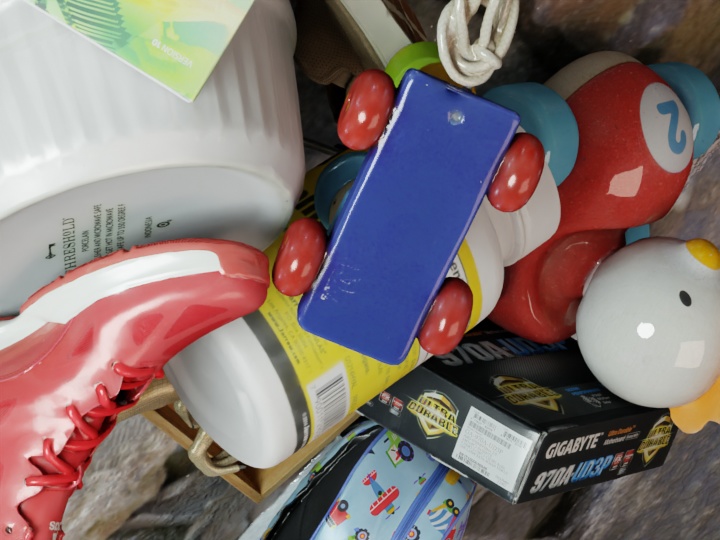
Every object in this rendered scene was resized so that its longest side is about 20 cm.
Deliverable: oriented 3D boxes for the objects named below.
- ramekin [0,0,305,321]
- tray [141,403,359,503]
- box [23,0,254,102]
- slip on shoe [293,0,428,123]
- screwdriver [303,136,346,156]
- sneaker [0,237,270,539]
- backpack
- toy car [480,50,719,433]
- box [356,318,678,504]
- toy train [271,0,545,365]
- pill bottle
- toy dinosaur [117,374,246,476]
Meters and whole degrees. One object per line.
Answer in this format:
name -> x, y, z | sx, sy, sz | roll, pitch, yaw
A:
ramekin -> -0.114, -0.050, 0.883 | 0.201, 0.095, 0.203 | -16, 161, -6
tray -> -0.069, 0.058, 1.182 | 0.099, 0.037, 0.200 | -41, 149, 0
box -> -0.072, -0.183, 0.767 | 0.144, 0.036, 0.201 | 30, 96, -11
slip on shoe -> -0.007, -0.114, 0.990 | 0.060, 0.076, 0.200 | -22, 168, 7
screwdriver -> -0.024, -0.063, 1.090 | 0.029, 0.028, 0.199 | -25, 158, 34
sneaker -> -0.116, 0.068, 0.881 | 0.199, 0.116, 0.078 | -23, 161, 22
backpack -> 0.006, 0.183, 1.290 | 0.201, 0.134, 0.183 | -57, 175, 10
toy car -> 0.160, -0.002, 1.170 | 0.184, 0.200, 0.177 | -13, 140, -49
box -> 0.078, 0.067, 1.195 | 0.200, 0.158, 0.046 | -3, 118, -58
toy train -> 0.033, -0.071, 0.889 | 0.084, 0.116, 0.201 | 21, 110, -10
pill bottle -> 0.000, 0.000, 1.030 | 0.199, 0.111, 0.112 | -33, 148, -24
toy dinosaur -> -0.087, 0.053, 1.092 | 0.200, 0.058, 0.102 | -35, 133, -20
